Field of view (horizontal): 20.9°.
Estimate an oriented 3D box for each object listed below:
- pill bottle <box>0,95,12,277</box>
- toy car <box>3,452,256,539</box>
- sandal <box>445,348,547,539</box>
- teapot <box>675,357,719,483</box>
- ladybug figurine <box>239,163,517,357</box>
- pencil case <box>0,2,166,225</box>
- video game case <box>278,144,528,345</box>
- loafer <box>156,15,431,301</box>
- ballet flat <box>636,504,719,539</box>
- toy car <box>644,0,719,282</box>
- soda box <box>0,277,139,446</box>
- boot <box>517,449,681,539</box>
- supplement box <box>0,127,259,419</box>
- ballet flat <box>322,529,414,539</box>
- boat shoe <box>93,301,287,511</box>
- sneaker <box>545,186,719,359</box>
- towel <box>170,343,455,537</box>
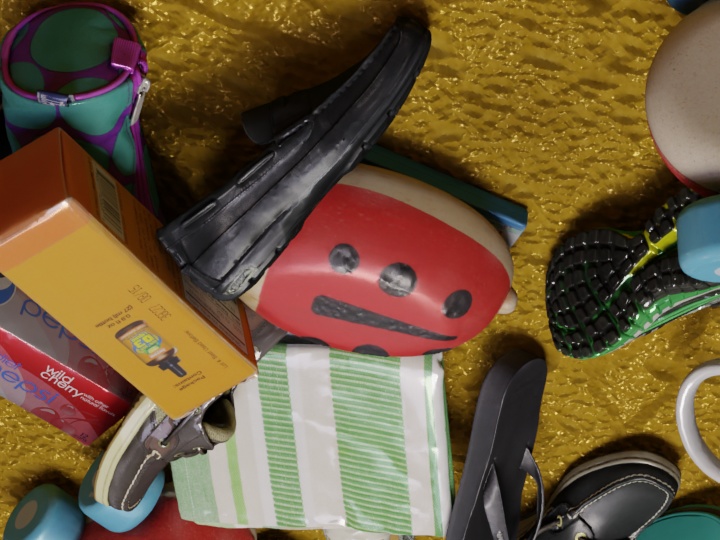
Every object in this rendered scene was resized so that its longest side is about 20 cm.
[{"bbox_3d":[-0.308,-0.054,1.199,0.199,0.112,0.112,2,136,8],"label":"pill bottle"},{"bbox_3d":[-0.165,0.267,1.434,0.177,0.200,0.184,-29,124,34],"label":"toy car"},{"bbox_3d":[0.099,0.151,1.331,0.043,0.076,0.201,25,126,30],"label":"sandal"},{"bbox_3d":[0.306,0.054,1.179,0.146,0.200,0.197,50,169,9],"label":"teapot"},{"bbox_3d":[0.001,0.001,1.204,0.199,0.072,0.136,12,136,-3],"label":"ladybug figurine"},{"bbox_3d":[-0.161,-0.060,1.186,0.092,0.085,0.200,11,138,15],"label":"pencil case"},{"bbox_3d":[0.000,0.000,1.269,0.143,0.018,0.200,23,135,-13],"label":"video game case"},{"bbox_3d":[-0.038,-0.072,1.123,0.070,0.068,0.201,41,98,0],"label":"loafer"},{"bbox_3d":[0.217,0.226,1.445,0.070,0.067,0.200,14,143,-42],"label":"ballet flat"},{"bbox_3d":[0.254,-0.074,1.072,0.176,0.185,0.200,-5,163,15],"label":"toy car"},{"bbox_3d":[-0.240,0.034,1.309,0.200,0.070,0.063,33,131,-22],"label":"soda box"},{"bbox_3d":[0.152,0.230,1.382,0.073,0.154,0.204,29,134,-20],"label":"boot"},{"bbox_3d":[-0.141,0.006,1.150,0.066,0.069,0.200,-29,134,14],"label":"supplement box"},{"bbox_3d":[0.009,0.210,1.451,0.072,0.072,0.201,-4,135,14],"label":"ballet flat"},{"bbox_3d":[-0.113,0.093,1.289,0.065,0.073,0.200,35,120,6],"label":"boat shoe"},{"bbox_3d":[0.192,0.005,1.198,0.085,0.078,0.200,6,159,-40],"label":"sneaker"},{"bbox_3d":[-0.036,0.114,1.341,0.199,0.023,0.153,1,117,12],"label":"towel"}]
